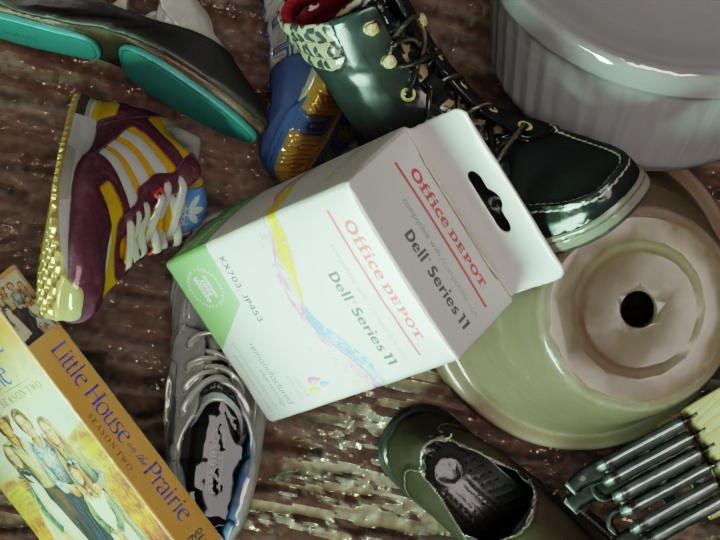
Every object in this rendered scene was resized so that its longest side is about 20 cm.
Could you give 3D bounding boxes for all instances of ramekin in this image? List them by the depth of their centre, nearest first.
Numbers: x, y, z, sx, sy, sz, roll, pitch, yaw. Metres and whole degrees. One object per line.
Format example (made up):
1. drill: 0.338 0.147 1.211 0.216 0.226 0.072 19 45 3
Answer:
1. ramekin: 0.166 -0.144 1.142 0.202 0.203 0.094 3 137 -7

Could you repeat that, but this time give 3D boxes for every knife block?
1. knife block: 0.223 0.102 1.163 0.200 0.176 0.064 -21 78 -32

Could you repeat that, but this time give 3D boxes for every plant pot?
1. plant pot: 0.144 0.016 1.151 0.200 0.175 0.201 0 93 -8

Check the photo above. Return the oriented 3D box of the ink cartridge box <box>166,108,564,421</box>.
1. ink cartridge box: 0.000 0.000 1.080 0.117 0.200 0.067 57 45 -11

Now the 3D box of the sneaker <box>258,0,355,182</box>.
1. sneaker: -0.027 -0.153 1.182 0.088 0.075 0.200 25 99 22

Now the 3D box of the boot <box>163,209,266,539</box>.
1. boot: -0.079 0.065 1.166 0.073 0.096 0.200 1 93 -7

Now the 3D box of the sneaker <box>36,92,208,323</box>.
1. sneaker: -0.130 -0.036 1.109 0.090 0.200 0.075 10 124 -9

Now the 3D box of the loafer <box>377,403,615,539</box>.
1. loafer: 0.096 0.161 1.205 0.200 0.071 0.073 35 89 -7

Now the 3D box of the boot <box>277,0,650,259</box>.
1. boot: 0.049 -0.088 1.071 0.073 0.203 0.154 -48 123 -23

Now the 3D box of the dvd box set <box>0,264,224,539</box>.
1. dvd box set: -0.176 0.101 1.138 0.029 0.146 0.200 -41 99 -36

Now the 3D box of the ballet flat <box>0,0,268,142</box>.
1. ballet flat: -0.137 -0.145 1.157 0.200 0.068 0.068 24 76 0
